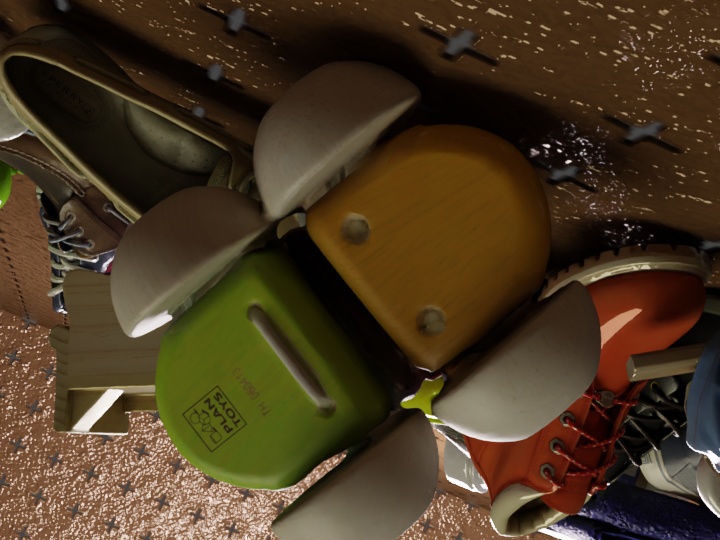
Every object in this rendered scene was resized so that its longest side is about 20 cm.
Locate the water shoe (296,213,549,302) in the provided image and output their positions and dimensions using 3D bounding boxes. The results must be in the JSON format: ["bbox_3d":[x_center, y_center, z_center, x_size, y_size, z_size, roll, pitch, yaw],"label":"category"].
[{"bbox_3d":[0.044,-0.013,0.687,0.079,0.072,0.200,-22,141,29],"label":"water shoe"}]

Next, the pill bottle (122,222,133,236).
[{"bbox_3d":[-0.068,0.024,0.884,0.113,0.114,0.200,10,163,43],"label":"pill bottle"}]

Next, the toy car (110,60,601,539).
[{"bbox_3d":[0.001,0.015,0.568,0.175,0.200,0.150,51,-170,2],"label":"toy car"}]

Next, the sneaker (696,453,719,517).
[{"bbox_3d":[0.242,0.110,0.707,0.199,0.071,0.099,-1,-179,-30],"label":"sneaker"}]

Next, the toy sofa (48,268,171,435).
[{"bbox_3d":[-0.078,0.048,0.740,0.199,0.098,0.083,-4,171,18],"label":"toy sofa"}]

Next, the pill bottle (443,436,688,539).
[{"bbox_3d":[0.181,0.174,1.098,0.199,0.120,0.120,15,167,29],"label":"pill bottle"}]

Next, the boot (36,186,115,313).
[{"bbox_3d":[-0.231,-0.009,1.049,0.072,0.091,0.200,19,168,12],"label":"boot"}]

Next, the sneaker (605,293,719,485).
[{"bbox_3d":[0.173,0.075,0.701,0.075,0.107,0.200,27,167,-24],"label":"sneaker"}]

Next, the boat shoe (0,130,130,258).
[{"bbox_3d":[-0.188,-0.044,0.895,0.199,0.073,0.072,30,165,-34],"label":"boat shoe"}]

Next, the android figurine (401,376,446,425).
[{"bbox_3d":[0.109,0.088,0.889,0.181,0.041,0.199,0,-177,-38],"label":"android figurine"}]

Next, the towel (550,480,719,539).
[{"bbox_3d":[0.243,0.206,0.930,0.199,0.050,0.148,18,165,-4],"label":"towel"}]

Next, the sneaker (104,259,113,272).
[{"bbox_3d":[-0.109,0.018,1.043,0.199,0.082,0.088,13,-168,0],"label":"sneaker"}]

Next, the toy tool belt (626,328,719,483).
[{"bbox_3d":[0.203,0.051,0.513,0.122,0.126,0.200,16,169,-15],"label":"toy tool belt"}]

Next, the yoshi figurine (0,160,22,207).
[{"bbox_3d":[-0.318,-0.066,0.980,0.111,0.113,0.200,8,169,-12],"label":"yoshi figurine"}]

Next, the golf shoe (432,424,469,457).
[{"bbox_3d":[0.122,0.120,1.026,0.199,0.078,0.095,23,149,43],"label":"golf shoe"}]

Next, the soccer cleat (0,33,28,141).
[{"bbox_3d":[-0.228,-0.122,0.644,0.085,0.069,0.200,18,164,36],"label":"soccer cleat"}]

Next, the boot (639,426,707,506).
[{"bbox_3d":[0.288,0.141,0.895,0.090,0.073,0.199,-17,156,41],"label":"boot"}]

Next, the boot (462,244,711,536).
[{"bbox_3d":[0.119,0.066,0.650,0.075,0.108,0.200,10,145,-22],"label":"boot"}]

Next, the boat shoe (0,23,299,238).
[{"bbox_3d":[-0.099,-0.052,0.642,0.200,0.073,0.063,40,-174,-14],"label":"boat shoe"}]
